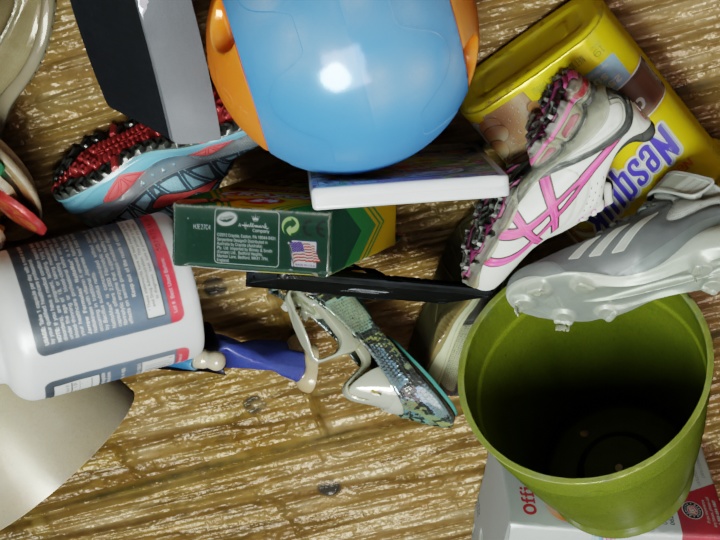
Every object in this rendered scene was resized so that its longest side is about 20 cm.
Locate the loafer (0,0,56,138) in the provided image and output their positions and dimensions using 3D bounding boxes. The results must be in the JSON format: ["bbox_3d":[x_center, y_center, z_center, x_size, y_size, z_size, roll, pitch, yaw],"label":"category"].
[{"bbox_3d":[-0.286,-0.163,1.381,0.067,0.076,0.200,18,121,-21],"label":"loafer"}]

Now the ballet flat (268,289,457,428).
[{"bbox_3d":[-0.004,0.069,1.515,0.074,0.074,0.200,-42,87,22],"label":"ballet flat"}]

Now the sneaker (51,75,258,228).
[{"bbox_3d":[-0.144,-0.086,1.451,0.200,0.079,0.096,-20,134,19],"label":"sneaker"}]

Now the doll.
[{"bbox_3d":[-0.137,0.067,1.512,0.200,0.136,0.049,8,98,-23],"label":"doll"}]

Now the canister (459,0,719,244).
[{"bbox_3d":[0.191,-0.105,1.439,0.148,0.087,0.200,-34,117,19],"label":"canister"}]

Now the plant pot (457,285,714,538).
[{"bbox_3d":[0.196,0.123,1.470,0.200,0.201,0.193,-16,145,7],"label":"plant pot"}]

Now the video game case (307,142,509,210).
[{"bbox_3d":[0.031,-0.074,1.385,0.143,0.200,0.018,-4,101,-2],"label":"video game case"}]

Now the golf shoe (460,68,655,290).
[{"bbox_3d":[0.146,-0.054,1.380,0.092,0.073,0.200,24,123,-13],"label":"golf shoe"}]

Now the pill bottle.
[{"bbox_3d":[-0.231,0.034,1.397,0.200,0.120,0.120,-14,125,-15],"label":"pill bottle"}]

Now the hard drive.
[{"bbox_3d":[-0.170,-0.194,1.335,0.042,0.135,0.200,-30,127,-26],"label":"hard drive"}]

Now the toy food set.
[{"bbox_3d":[-0.333,-0.076,1.395,0.198,0.049,0.200,31,153,-11],"label":"toy food set"}]

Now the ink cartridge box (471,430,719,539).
[{"bbox_3d":[0.210,0.242,1.629,0.199,0.145,0.145,4,123,-6],"label":"ink cartridge box"}]

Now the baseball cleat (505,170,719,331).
[{"bbox_3d":[0.210,-0.017,1.392,0.200,0.107,0.070,-9,142,19],"label":"baseball cleat"}]

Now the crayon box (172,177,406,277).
[{"bbox_3d":[-0.051,-0.038,1.405,0.127,0.200,0.051,4,100,17],"label":"crayon box"}]

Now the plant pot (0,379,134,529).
[{"bbox_3d":[-0.324,0.088,1.500,0.187,0.187,0.200,-34,104,18],"label":"plant pot"}]

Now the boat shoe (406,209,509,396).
[{"bbox_3d":[0.097,0.029,1.534,0.066,0.072,0.201,8,126,-23],"label":"boat shoe"}]

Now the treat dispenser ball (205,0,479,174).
[{"bbox_3d":[-0.013,-0.171,1.316,0.200,0.201,0.201,-1,123,-2],"label":"treat dispenser ball"}]

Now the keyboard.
[{"bbox_3d":[0.000,0.000,1.434,0.200,0.104,0.040,7,82,-31],"label":"keyboard"}]
